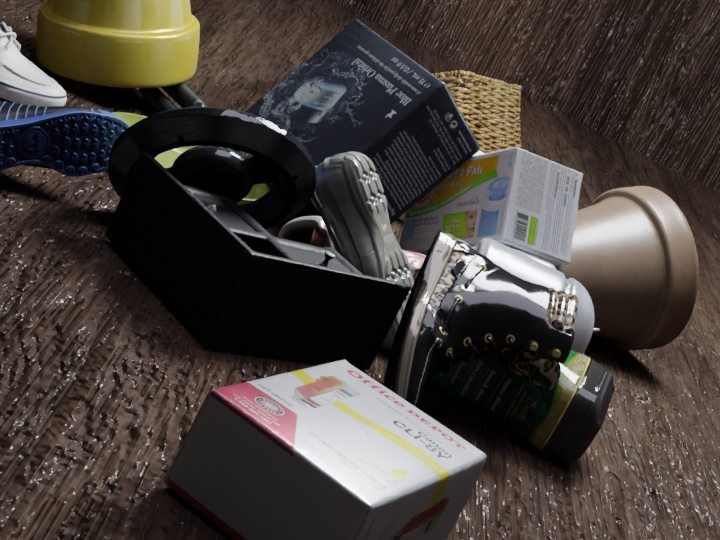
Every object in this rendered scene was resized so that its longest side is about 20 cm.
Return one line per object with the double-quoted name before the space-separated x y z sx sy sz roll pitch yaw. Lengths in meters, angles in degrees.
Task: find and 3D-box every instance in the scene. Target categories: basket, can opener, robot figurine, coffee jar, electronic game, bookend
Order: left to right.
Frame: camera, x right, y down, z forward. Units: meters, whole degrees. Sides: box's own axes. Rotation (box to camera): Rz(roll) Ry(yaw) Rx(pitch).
"can opener" -0.203 -0.178 1.954 0.200 0.053 0.067 44 -9 48
"electronic game" -0.141 -0.092 1.539 0.199 0.200 0.042 18 55 -27
"bookend" -0.095 -0.007 1.481 0.199 0.092 0.199 13 20 -43
"basket" 0.168 -0.245 2.703 0.142 0.150 0.200 -3 -4 36
"coffee jar" 0.142 0.096 1.531 0.199 0.086 0.104 30 29 6
"robot figurine" 0.162 0.041 1.700 0.199 0.113 0.170 25 47 -4

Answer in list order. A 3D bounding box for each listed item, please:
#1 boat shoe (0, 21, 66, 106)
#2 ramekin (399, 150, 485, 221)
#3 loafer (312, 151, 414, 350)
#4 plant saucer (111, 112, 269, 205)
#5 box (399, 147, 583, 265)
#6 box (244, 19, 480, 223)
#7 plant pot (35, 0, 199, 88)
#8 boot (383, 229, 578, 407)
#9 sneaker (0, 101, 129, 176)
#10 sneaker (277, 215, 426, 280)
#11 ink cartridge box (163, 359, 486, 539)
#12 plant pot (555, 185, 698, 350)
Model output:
"boat shoe" -0.408 -0.241 1.757 0.199 0.070 0.071 26 16 -2
"ramekin" 0.108 -0.111 2.120 0.200 0.098 0.201 24 15 -7
"loafer" 0.002 -0.016 1.581 0.070 0.070 0.201 -13 86 -63
"plant saucer" -0.196 -0.114 1.770 0.199 0.031 0.200 25 17 -8
"box" 0.147 -0.065 1.857 0.101 0.113 0.200 18 -15 -33
"box" -0.007 -0.155 1.845 0.197 0.200 0.118 43 -9 46
"plant pot" -0.290 -0.340 1.949 0.200 0.190 0.201 6 23 -3
"boot" 0.108 0.069 1.438 0.150 0.073 0.201 21 52 -3
"sneaker" -0.315 -0.131 1.510 0.199 0.070 0.078 -5 31 -36
"sneaker" 0.000 0.000 1.639 0.200 0.076 0.105 27 10 29
"ink cartridge box" -0.019 0.142 1.148 0.145 0.084 0.200 33 17 21
"plant pot" 0.275 -0.001 1.924 0.174 0.201 0.200 -3 29 -29
